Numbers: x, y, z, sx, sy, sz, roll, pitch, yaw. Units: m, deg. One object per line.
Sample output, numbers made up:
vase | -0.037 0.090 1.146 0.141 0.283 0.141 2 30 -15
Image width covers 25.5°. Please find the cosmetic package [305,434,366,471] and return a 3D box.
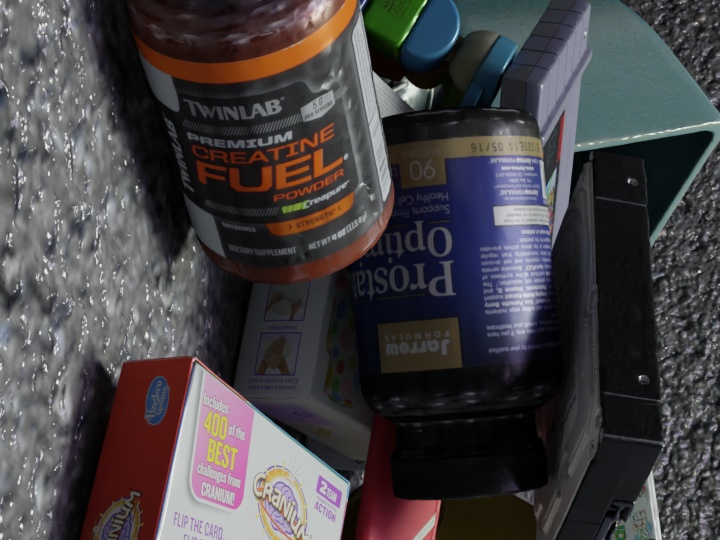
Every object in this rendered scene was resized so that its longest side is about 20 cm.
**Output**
cosmetic package | 0.010 0.060 1.121 0.200 0.051 0.152 20 73 -76

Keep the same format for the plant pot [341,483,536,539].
plant pot | 0.050 0.216 1.072 0.142 0.199 0.201 51 35 -31

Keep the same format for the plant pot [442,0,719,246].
plant pot | 0.129 -0.120 1.245 0.196 0.195 0.201 113 -39 -54

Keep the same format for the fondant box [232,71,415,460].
fondant box | 0.000 0.000 0.952 0.144 0.058 0.202 35 58 -54

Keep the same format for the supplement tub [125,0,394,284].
supplement tub | -0.048 -0.095 0.741 0.201 0.106 0.107 77 19 -45

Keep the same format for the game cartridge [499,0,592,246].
game cartridge | 0.112 -0.054 1.003 0.130 0.038 0.201 -63 158 -53

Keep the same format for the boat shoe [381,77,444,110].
boat shoe | 0.027 -0.120 1.137 0.062 0.072 0.201 -76 167 -56

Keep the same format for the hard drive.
hard drive | 0.127 0.052 0.884 0.140 0.038 0.201 102 -6 -50

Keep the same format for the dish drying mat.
dish drying mat | 0.032 0.092 0.928 0.077 0.018 0.201 33 63 -50

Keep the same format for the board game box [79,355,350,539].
board game box | -0.070 0.161 0.703 0.153 0.040 0.201 46 46 -50

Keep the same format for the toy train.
toy train | 0.036 -0.132 1.007 0.085 0.115 0.200 -58 176 -6

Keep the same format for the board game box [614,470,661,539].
board game box | 0.174 0.167 1.022 0.200 0.034 0.127 53 30 -74

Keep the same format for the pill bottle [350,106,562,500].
pill bottle | 0.051 0.019 0.862 0.112 0.111 0.202 7 77 -77
